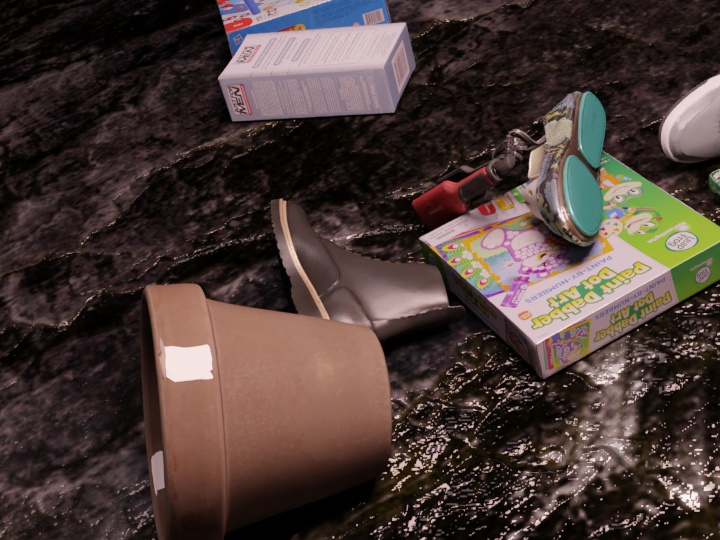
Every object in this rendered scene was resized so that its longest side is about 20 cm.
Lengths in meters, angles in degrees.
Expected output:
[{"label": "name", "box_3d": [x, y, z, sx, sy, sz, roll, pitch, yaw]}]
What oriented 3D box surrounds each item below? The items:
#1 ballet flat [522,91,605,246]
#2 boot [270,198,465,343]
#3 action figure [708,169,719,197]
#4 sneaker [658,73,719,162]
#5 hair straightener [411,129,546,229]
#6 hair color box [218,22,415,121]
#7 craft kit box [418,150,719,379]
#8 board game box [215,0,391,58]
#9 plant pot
[{"label": "ballet flat", "box_3d": [0.176, -0.079, 1.192, 0.074, 0.075, 0.201, -3, 36, 18]}, {"label": "boot", "box_3d": [0.000, 0.000, 1.219, 0.137, 0.078, 0.201, -16, 49, -6]}, {"label": "action figure", "box_3d": [0.380, -0.055, 1.149, 0.199, 0.055, 0.118, 16, 49, 43]}, {"label": "sneaker", "box_3d": [0.380, -0.132, 1.229, 0.199, 0.084, 0.121, -21, 26, -8]}, {"label": "hair straightener", "box_3d": [0.111, -0.093, 1.219, 0.077, 0.041, 0.200, -41, -1, -23]}, {"label": "hair color box", "box_3d": [-0.048, -0.223, 1.536, 0.198, 0.061, 0.099, 0, 38, 21]}, {"label": "craft kit box", "box_3d": [0.182, -0.014, 1.180, 0.199, 0.049, 0.198, -28, 40, -14]}, {"label": "board game box", "box_3d": [-0.081, -0.342, 1.713, 0.198, 0.056, 0.196, -18, 36, -2]}, {"label": "plant pot", "box_3d": [-0.071, 0.106, 1.020, 0.173, 0.202, 0.201, -3, 34, -12]}]
